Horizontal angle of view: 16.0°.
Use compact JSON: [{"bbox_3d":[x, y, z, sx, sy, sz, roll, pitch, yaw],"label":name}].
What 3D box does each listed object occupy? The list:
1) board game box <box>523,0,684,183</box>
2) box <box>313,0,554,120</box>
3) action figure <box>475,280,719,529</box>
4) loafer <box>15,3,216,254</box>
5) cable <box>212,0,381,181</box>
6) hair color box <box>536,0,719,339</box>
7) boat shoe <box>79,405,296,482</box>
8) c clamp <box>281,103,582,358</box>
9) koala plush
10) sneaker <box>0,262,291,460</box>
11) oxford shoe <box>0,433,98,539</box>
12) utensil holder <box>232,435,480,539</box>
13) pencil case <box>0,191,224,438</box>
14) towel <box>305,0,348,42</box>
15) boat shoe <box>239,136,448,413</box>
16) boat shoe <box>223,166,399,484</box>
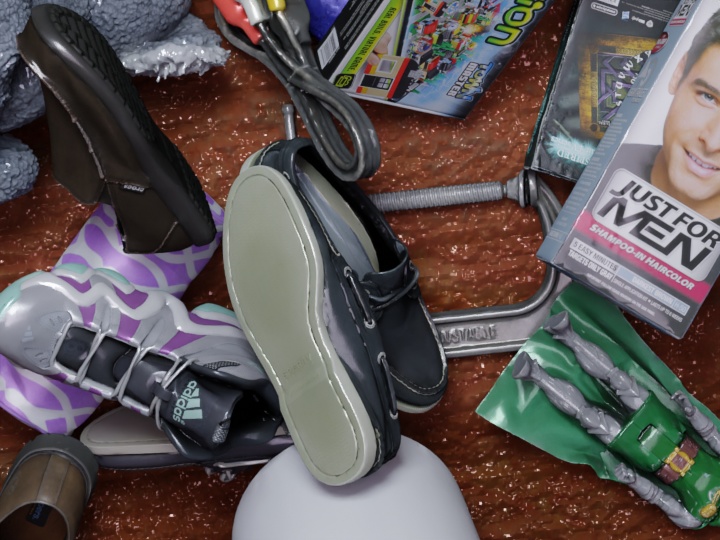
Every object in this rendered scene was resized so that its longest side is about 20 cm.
[{"bbox_3d":[0.219,-0.101,1.668,0.199,0.028,0.136,18,93,-7],"label":"board game box"},{"bbox_3d":[0.064,-0.178,1.594,0.109,0.200,0.035,10,48,-27],"label":"box"},{"bbox_3d":[0.188,0.107,1.672,0.200,0.055,0.118,38,94,-11],"label":"action figure"},{"bbox_3d":[-0.157,-0.073,1.545,0.071,0.073,0.200,-28,128,6],"label":"loafer"},{"bbox_3d":[-0.054,-0.134,1.618,0.050,0.097,0.201,-5,66,-37],"label":"cable"},{"bbox_3d":[0.206,-0.069,1.624,0.099,0.061,0.201,30,90,-7],"label":"hair color box"},{"bbox_3d":[-0.081,0.116,1.671,0.198,0.073,0.063,-7,116,-1],"label":"boat shoe"},{"bbox_3d":[0.047,-0.024,1.685,0.198,0.027,0.172,0,92,1],"label":"c clamp"},{"bbox_3d":[-0.191,-0.162,1.623,0.199,0.184,0.178,-17,69,-25],"label":"koala plush"},{"bbox_3d":[-0.124,0.065,1.573,0.199,0.140,0.078,8,115,-34],"label":"sneaker"},{"bbox_3d":[-0.230,0.204,1.651,0.072,0.085,0.201,18,118,-4],"label":"oxford shoe"},{"bbox_3d":[0.008,0.213,1.586,0.169,0.200,0.171,-3,118,-7],"label":"utensil holder"},{"bbox_3d":[-0.169,0.017,1.667,0.200,0.085,0.084,-50,128,2],"label":"pencil case"},{"bbox_3d":[-0.019,-0.254,1.670,0.147,0.050,0.200,-38,92,9],"label":"towel"},{"bbox_3d":[0.001,-0.001,1.637,0.074,0.066,0.200,-29,89,-37],"label":"boat shoe"},{"bbox_3d":[-0.023,0.031,1.576,0.074,0.066,0.200,-33,74,35],"label":"boat shoe"}]
